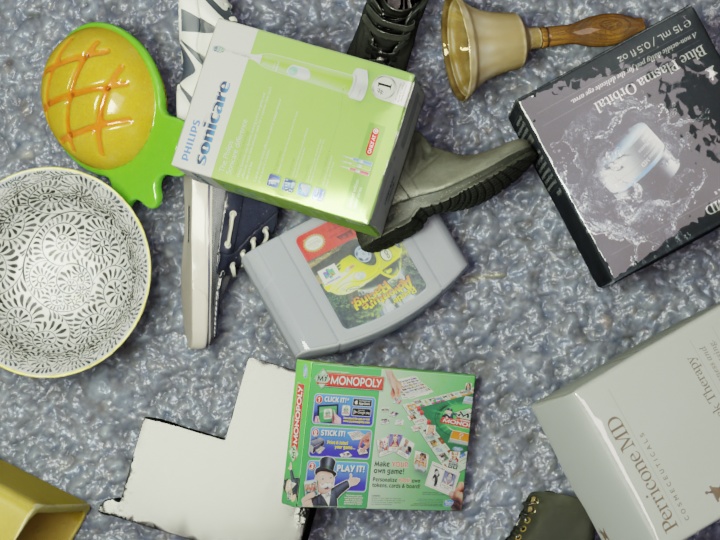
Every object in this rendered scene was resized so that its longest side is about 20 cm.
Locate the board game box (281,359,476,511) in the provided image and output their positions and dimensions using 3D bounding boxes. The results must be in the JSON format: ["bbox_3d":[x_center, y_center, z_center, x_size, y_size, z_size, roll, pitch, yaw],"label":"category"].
[{"bbox_3d":[0.020,0.159,1.672,0.198,0.029,0.136,7,88,-36],"label":"board game box"}]

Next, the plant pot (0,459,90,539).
[{"bbox_3d":[-0.410,0.257,1.664,0.199,0.194,0.197,30,87,10],"label":"plant pot"}]

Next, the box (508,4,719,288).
[{"bbox_3d":[0.276,-0.117,1.702,0.195,0.117,0.201,-28,87,-1],"label":"box"}]

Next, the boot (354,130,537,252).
[{"bbox_3d":[0.059,-0.115,1.687,0.198,0.068,0.132,-25,75,4],"label":"boot"}]

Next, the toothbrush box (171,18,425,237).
[{"bbox_3d":[-0.056,-0.133,1.639,0.198,0.086,0.147,16,86,10],"label":"toothbrush box"}]

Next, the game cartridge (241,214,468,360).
[{"bbox_3d":[0.000,0.000,1.712,0.199,0.041,0.134,-28,80,-15],"label":"game cartridge"}]

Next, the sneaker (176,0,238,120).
[{"bbox_3d":[-0.117,-0.224,1.742,0.128,0.080,0.202,1,81,-4],"label":"sneaker"}]

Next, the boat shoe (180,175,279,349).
[{"bbox_3d":[-0.127,-0.023,1.732,0.092,0.075,0.203,0,97,-15],"label":"boat shoe"}]

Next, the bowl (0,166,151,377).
[{"bbox_3d":[-0.297,0.004,1.720,0.198,0.094,0.203,0,86,2],"label":"bowl"}]

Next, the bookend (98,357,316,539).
[{"bbox_3d":[-0.127,0.166,1.705,0.198,0.092,0.201,15,85,4],"label":"bookend"}]

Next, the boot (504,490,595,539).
[{"bbox_3d":[0.136,0.272,1.705,0.198,0.077,0.140,9,82,-11],"label":"boot"}]

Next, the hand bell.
[{"bbox_3d":[0.188,-0.232,1.738,0.198,0.104,0.105,-8,85,-10],"label":"hand bell"}]

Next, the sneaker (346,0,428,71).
[{"bbox_3d":[0.018,-0.217,1.725,0.070,0.099,0.202,16,88,1],"label":"sneaker"}]

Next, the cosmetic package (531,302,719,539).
[{"bbox_3d":[0.297,0.146,1.640,0.199,0.166,0.169,-28,86,-12],"label":"cosmetic package"}]

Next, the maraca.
[{"bbox_3d":[-0.240,-0.152,1.716,0.137,0.107,0.201,-47,69,25],"label":"maraca"}]
